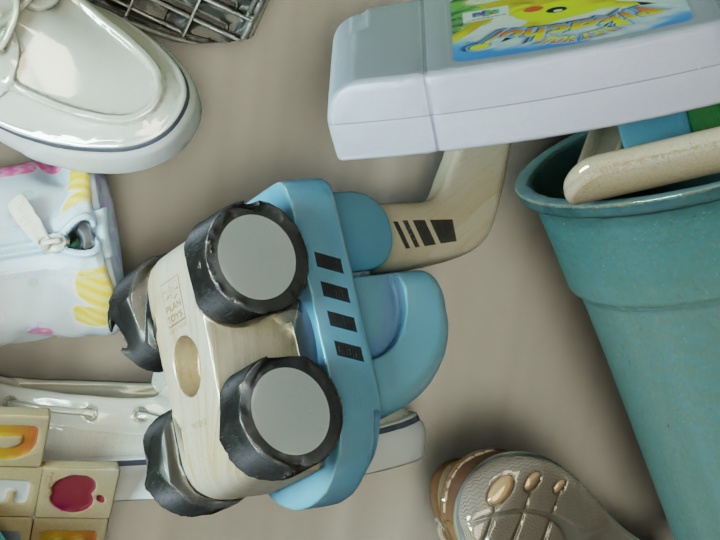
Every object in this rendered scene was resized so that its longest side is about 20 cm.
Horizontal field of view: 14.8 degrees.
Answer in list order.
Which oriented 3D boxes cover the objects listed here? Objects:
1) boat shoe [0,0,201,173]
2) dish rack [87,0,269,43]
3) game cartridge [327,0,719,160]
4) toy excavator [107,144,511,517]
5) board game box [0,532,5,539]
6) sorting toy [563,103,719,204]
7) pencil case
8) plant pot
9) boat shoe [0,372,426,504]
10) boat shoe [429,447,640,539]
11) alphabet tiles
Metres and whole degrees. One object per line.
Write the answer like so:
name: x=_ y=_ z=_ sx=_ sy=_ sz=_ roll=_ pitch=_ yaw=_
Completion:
boat shoe: x=-0.159 y=-0.109 z=1.183 sx=0.199 sy=0.066 sz=0.072 roll=31 pitch=74 yaw=16
dish rack: x=-0.074 y=-0.206 z=1.216 sx=0.153 sy=0.055 sz=0.201 roll=25 pitch=95 yaw=-3
game cartridge: x=0.085 y=-0.089 z=1.111 sx=0.198 sy=0.134 sz=0.041 roll=-10 pitch=112 yaw=4
toy excavator: x=0.000 y=0.000 z=1.181 sx=0.199 sy=0.100 sz=0.196 roll=-4 pitch=75 yaw=-32
board game box: x=-0.180 y=0.218 z=1.209 sx=0.150 sy=0.047 sz=0.201 roll=-25 pitch=108 yaw=14
sorting toy: x=0.181 y=-0.085 z=1.142 sx=0.184 sy=0.200 sz=0.037 roll=-13 pitch=104 yaw=17
pencil case: x=-0.199 y=0.003 z=1.207 sx=0.198 sy=0.091 sz=0.084 roll=-10 pitch=103 yaw=-1
plant pot: x=0.188 y=0.028 z=1.187 sx=0.199 sy=0.200 sz=0.197 roll=-18 pitch=104 yaw=-1
boat shoe: x=-0.073 y=0.055 z=1.232 sx=0.200 sy=0.075 sz=0.087 roll=-4 pitch=91 yaw=7
boat shoe: x=0.104 y=0.148 z=1.245 sx=0.076 sy=0.072 sz=0.200 roll=-46 pitch=114 yaw=-14
alphabet tiles: x=-0.207 y=0.115 z=1.193 sx=0.198 sy=0.006 sz=0.167 roll=2 pitch=135 yaw=-14
